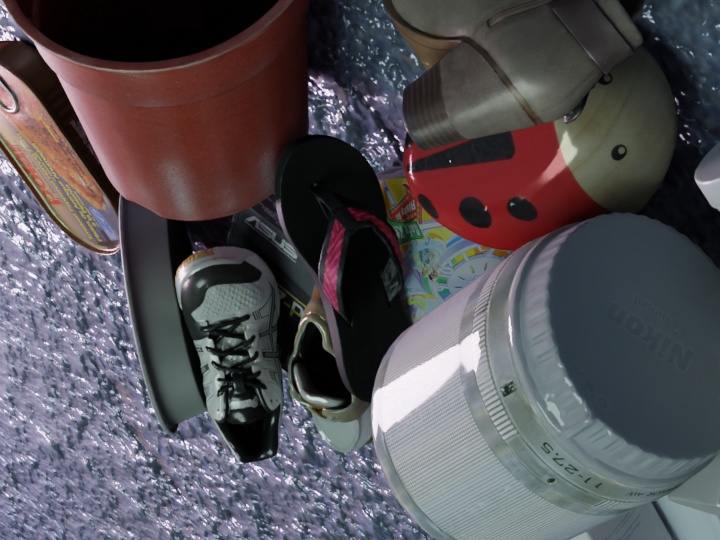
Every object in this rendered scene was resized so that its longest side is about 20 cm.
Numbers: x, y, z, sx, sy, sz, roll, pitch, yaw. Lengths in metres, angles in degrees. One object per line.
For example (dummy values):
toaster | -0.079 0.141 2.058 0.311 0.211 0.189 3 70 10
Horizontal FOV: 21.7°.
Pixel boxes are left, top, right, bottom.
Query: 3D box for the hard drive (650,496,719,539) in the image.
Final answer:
hard drive | 0.189 0.129 1.319 0.131 0.027 0.201 2 130 49

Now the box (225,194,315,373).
box | -0.018 0.036 1.433 0.200 0.049 0.162 38 145 11

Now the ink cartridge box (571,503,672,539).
ink cartridge box | 0.124 0.138 1.317 0.117 0.067 0.201 -2 125 52

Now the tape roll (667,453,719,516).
tape roll | 0.281 0.142 1.105 0.201 0.037 0.203 14 174 1

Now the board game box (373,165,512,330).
board game box | 0.091 -0.006 1.230 0.199 0.034 0.136 -3 108 51

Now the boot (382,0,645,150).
boot | 0.088 -0.152 1.040 0.146 0.201 0.070 -27 134 24

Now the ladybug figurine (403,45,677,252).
ladybug figurine | 0.093 -0.075 1.104 0.199 0.072 0.137 -18 87 46

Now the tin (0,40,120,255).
tin | -0.254 -0.102 1.560 0.112 0.042 0.201 -8 121 49

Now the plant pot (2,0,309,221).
plant pot | -0.115 -0.147 1.210 0.200 0.201 0.196 30 155 22

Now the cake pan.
cake pan | -0.151 0.028 1.481 0.036 0.201 0.201 -11 133 2

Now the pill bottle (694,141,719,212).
pill bottle | 0.266 0.008 1.008 0.200 0.104 0.104 52 148 -12

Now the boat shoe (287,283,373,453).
boat shoe | -0.021 0.073 1.369 0.074 0.068 0.201 29 144 24

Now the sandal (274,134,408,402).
sandal | 0.000 0.000 1.255 0.045 0.075 0.201 27 139 59

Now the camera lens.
camera lens | 0.111 0.072 1.089 0.160 0.160 0.200 47 142 -4

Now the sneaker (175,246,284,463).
sneaker | -0.087 0.067 1.404 0.201 0.075 0.088 77 180 -50
